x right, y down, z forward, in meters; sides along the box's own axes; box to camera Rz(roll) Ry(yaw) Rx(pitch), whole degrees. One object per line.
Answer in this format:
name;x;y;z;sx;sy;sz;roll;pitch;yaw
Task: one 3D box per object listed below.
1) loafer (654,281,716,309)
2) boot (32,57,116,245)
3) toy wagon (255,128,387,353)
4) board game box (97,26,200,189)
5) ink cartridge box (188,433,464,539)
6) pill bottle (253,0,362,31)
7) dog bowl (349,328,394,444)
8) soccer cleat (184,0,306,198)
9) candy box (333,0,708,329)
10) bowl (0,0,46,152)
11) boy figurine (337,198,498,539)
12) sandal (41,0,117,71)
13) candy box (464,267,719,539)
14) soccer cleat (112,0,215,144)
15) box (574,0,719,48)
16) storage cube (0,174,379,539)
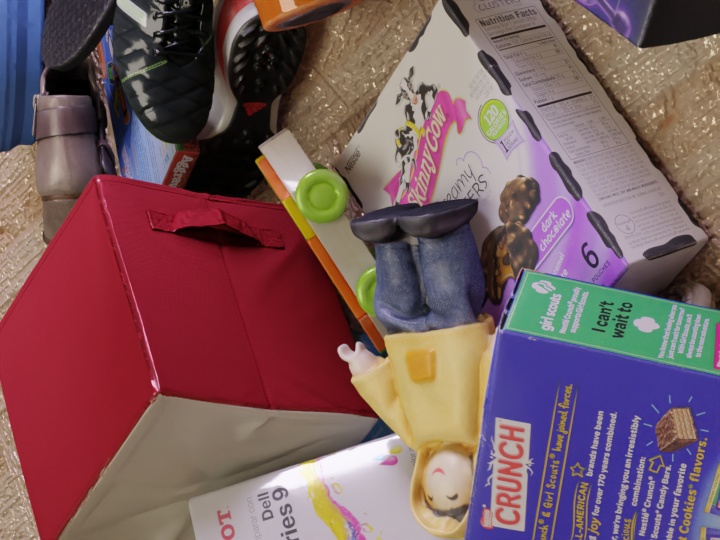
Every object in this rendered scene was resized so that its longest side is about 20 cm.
loafer;0.163;0.094;1.308;0.068;0.076;0.201;24;121;-6
boot;-0.205;-0.083;1.655;0.200;0.070;0.147;-115;20;-70
toy wagon;0.000;0.000;1.432;0.201;0.039;0.155;58;179;-5
board game box;-0.152;-0.124;1.603;0.103;0.019;0.201;120;145;-44
ink cartridge box;0.008;0.189;1.399;0.088;0.199;0.146;61;-167;-60
pill bottle;-0.058;-0.254;1.423;0.106;0.106;0.201;-21;87;53
dog bowl;-0.030;0.107;1.553;0.200;0.049;0.112;-35;58;52
soccer cleat;-0.088;-0.123;1.557;0.201;0.068;0.073;113;149;-43
candy box;0.089;-0.042;1.344;0.201;0.071;0.168;57;141;20
bowl;-0.260;-0.188;1.692;0.201;0.039;0.202;180;90;-78
boy figurine;0.042;0.060;1.326;0.124;0.064;0.201;-1;101;32
sandal;-0.155;-0.218;1.574;0.200;0.045;0.075;-56;41;12
candy box;0.164;0.107;1.225;0.199;0.077;0.170;12;118;8
soccer cleat;-0.123;-0.185;1.477;0.081;0.067;0.201;163;104;-64
box;0.135;-0.233;1.187;0.200;0.104;0.149;41;132;35
storage cube;-0.119;0.072;1.489;0.200;0.170;0.180;-53;43;35
